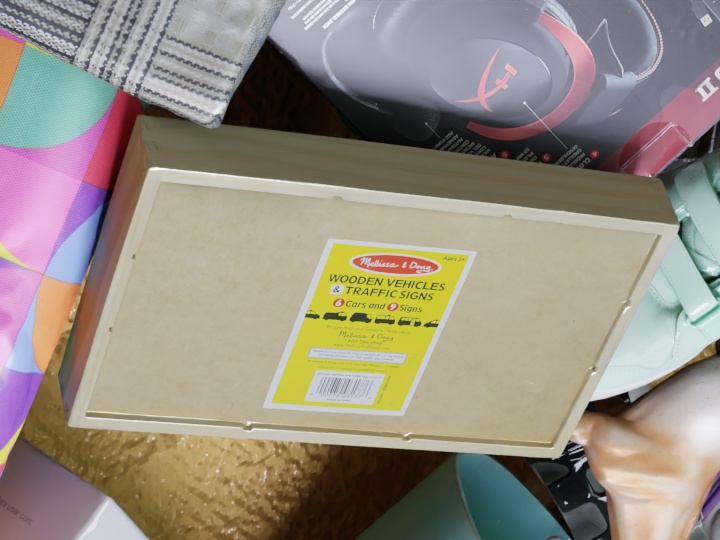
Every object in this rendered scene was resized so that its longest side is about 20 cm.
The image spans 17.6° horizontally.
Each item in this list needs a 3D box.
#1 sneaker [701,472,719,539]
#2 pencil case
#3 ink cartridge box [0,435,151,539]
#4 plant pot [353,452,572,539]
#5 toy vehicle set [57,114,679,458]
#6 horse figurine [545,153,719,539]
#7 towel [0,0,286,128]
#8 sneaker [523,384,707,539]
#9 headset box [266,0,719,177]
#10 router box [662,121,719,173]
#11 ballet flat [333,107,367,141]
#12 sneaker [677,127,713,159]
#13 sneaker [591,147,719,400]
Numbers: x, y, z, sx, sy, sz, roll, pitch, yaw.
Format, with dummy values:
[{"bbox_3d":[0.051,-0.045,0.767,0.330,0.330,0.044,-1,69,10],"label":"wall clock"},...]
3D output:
[{"bbox_3d":[0.157,0.113,1.148,0.200,0.083,0.081,-45,153,-40],"label":"sneaker"},{"bbox_3d":[-0.138,-0.007,0.820,0.088,0.088,0.201,23,88,-45],"label":"pencil case"},{"bbox_3d":[-0.143,0.184,0.885,0.200,0.084,0.145,-51,133,-17],"label":"ink cartridge box"},{"bbox_3d":[0.036,0.203,0.984,0.161,0.201,0.201,-36,134,11],"label":"plant pot"},{"bbox_3d":[0.002,0.011,0.835,0.199,0.027,0.125,6,131,-22],"label":"toy vehicle set"},{"bbox_3d":[0.136,0.041,0.968,0.200,0.133,0.050,-37,173,-8],"label":"horse figurine"},{"bbox_3d":[-0.085,-0.174,0.758,0.192,0.035,0.201,27,85,-3],"label":"towel"},{"bbox_3d":[0.094,0.052,1.054,0.074,0.089,0.201,-21,115,5],"label":"sneaker"},{"bbox_3d":[0.056,-0.101,0.857,0.149,0.075,0.200,-43,117,8],"label":"headset box"},{"bbox_3d":[0.168,-0.116,1.020,0.149,0.062,0.201,7,104,-6],"label":"router box"},{"bbox_3d":[0.004,-0.144,0.908,0.067,0.068,0.201,-43,132,-32],"label":"ballet flat"},{"bbox_3d":[0.086,-0.139,0.942,0.112,0.071,0.201,-7,105,2],"label":"sneaker"},{"bbox_3d":[0.144,-0.024,0.897,0.200,0.074,0.118,-32,169,-7],"label":"sneaker"}]
